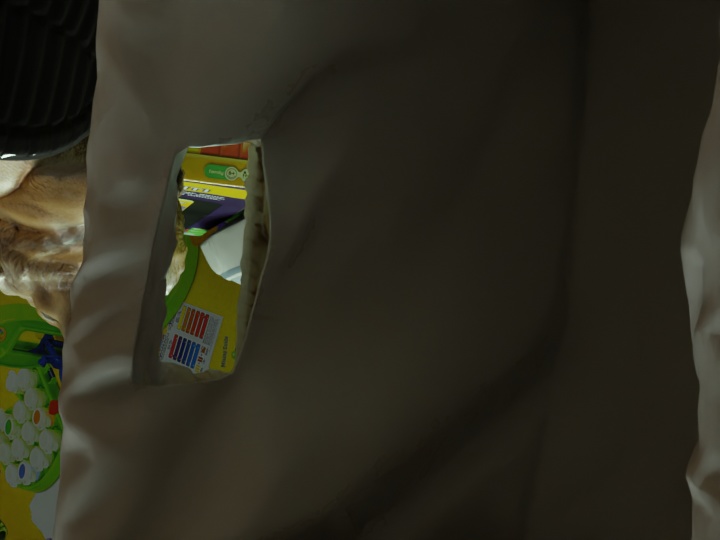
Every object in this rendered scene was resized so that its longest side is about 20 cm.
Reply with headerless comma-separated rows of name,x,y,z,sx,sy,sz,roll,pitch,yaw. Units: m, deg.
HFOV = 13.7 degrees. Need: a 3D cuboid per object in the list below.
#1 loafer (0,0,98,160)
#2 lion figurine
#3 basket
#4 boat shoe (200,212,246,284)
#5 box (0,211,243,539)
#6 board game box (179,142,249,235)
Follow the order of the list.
loafer,-0.138,-0.080,0.761,0.071,0.073,0.200,18,-179,39
lion figurine,-0.121,-0.046,0.891,0.200,0.073,0.122,34,151,-29
basket,0.055,0.001,0.643,0.160,0.199,0.199,8,175,-43
boat shoe,0.001,0.000,1.047,0.070,0.072,0.201,-29,-174,-18
box,-0.127,0.062,1.560,0.192,0.201,0.122,7,176,-7
board game box,-0.137,-0.057,1.040,0.199,0.057,0.165,7,173,-12
